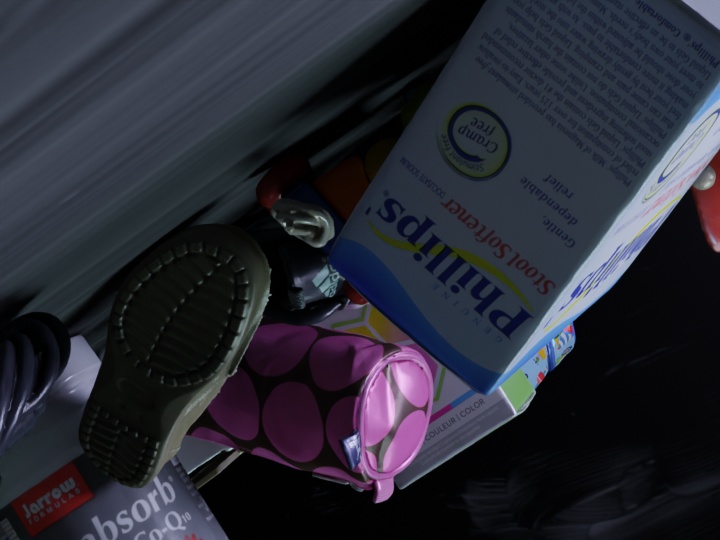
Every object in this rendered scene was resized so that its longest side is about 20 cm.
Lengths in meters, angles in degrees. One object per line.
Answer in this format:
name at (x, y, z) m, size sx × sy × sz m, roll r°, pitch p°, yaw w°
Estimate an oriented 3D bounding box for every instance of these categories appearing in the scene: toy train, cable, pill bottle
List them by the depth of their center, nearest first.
cable at (-0.174, 0.102, 0.749) m, size 0.164 × 0.050 × 0.200 m, roll -61°, pitch -171°, yaw 6°
toy train at (0.011, -0.051, 0.877) m, size 0.116 × 0.085 × 0.200 m, roll -44°, pitch 178°, yaw -1°
pill bottle at (-0.162, 0.151, 1.051) m, size 0.115 × 0.201 × 0.116 m, roll -33°, pitch 179°, yaw -1°

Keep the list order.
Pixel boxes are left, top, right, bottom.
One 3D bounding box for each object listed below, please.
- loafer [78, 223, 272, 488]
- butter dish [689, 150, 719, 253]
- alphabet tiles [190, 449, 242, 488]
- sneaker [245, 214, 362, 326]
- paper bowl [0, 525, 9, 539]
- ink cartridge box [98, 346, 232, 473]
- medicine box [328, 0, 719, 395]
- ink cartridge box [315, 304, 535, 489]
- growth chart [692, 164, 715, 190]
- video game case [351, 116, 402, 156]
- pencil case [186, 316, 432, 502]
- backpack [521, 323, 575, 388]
loafer at (-0.104, 0.040, 0.950) m, size 0.200 × 0.076 × 0.068 m, roll -55°, pitch 178°, yaw 39°
butter dish at (0.218, -0.140, 1.040) m, size 0.199 × 0.202 × 0.147 m, roll -31°, pitch -156°, yaw -31°
alphabet tiles at (-0.095, 0.140, 1.332) m, size 0.166 × 0.006 × 0.200 m, roll -39°, pitch 180°, yaw 31°
sneaker at (0.000, 0.000, 1.022) m, size 0.198 × 0.079 × 0.140 m, roll -6°, pitch -171°, yaw 23°
paper bowl at (-0.233, 0.163, 1.382) m, size 0.200 × 0.105 × 0.201 m, roll -33°, pitch 177°, yaw -2°
ink cartridge box at (-0.077, 0.049, 1.225) m, size 0.199 × 0.116 × 0.068 m, roll -33°, pitch 180°, yaw 6°
medicine box at (0.105, -0.068, 0.785) m, size 0.201 × 0.103 × 0.182 m, roll -57°, pitch 167°, yaw 29°
ink cartridge box at (0.018, 0.033, 1.132) m, size 0.103 × 0.201 × 0.059 m, roll -34°, pitch 178°, yaw 23°
growth chart at (0.105, -0.066, 0.946) m, size 0.199 × 0.146 × 0.018 m, roll -26°, pitch 152°, yaw 38°
video game case at (0.087, -0.126, 1.119) m, size 0.143 × 0.019 × 0.200 m, roll -36°, pitch 177°, yaw 40°
pencil case at (-0.056, 0.079, 1.070) m, size 0.199 × 0.095 × 0.090 m, roll 12°, pitch -163°, yaw 36°
backpack at (0.097, -0.004, 1.238) m, size 0.134 × 0.201 × 0.183 m, roll -28°, pitch -177°, yaw -8°
